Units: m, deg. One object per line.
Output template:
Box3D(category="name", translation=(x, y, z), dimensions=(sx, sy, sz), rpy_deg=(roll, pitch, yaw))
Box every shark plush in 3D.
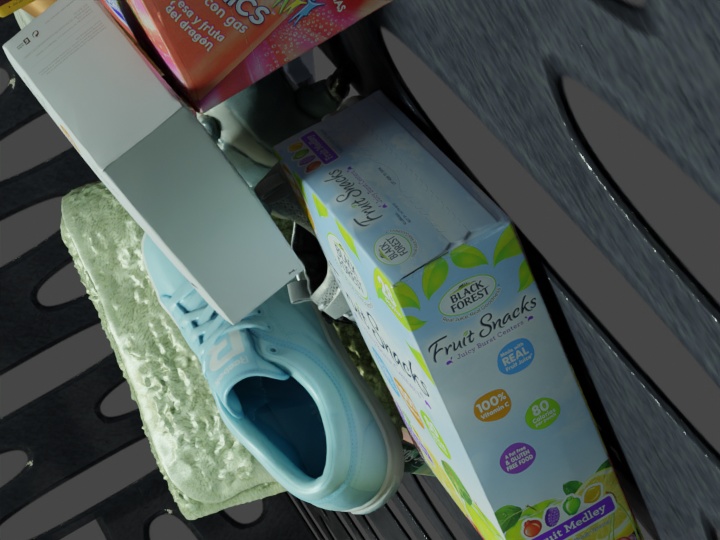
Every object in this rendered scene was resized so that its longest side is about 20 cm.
Box3D(category="shark plush", translation=(-0.040, -0.094, 1.280), dimensions=(0.091, 0.083, 0.200), rpy_deg=(-87, -12, -47))

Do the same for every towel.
Box3D(category="towel", translation=(-0.070, 0.025, 1.383), dimensions=(0.200, 0.148, 0.036), rpy_deg=(67, -169, 3))

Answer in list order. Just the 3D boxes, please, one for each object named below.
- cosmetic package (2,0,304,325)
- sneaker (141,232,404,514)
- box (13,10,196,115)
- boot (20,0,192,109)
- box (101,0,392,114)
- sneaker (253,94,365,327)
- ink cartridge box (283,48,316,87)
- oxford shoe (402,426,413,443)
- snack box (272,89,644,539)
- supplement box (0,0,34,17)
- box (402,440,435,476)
Box3D(category="cosmetic package", translation=(-0.091, -0.048, 1.153), dimensions=(0.083, 0.051, 0.200), rpy_deg=(48, 177, 25))
Box3D(category="sneaker", translation=(-0.054, 0.039, 1.307), dimensions=(0.200, 0.074, 0.082), rpy_deg=(48, -168, 20))
Box3D(category="box", translation=(-0.145, -0.126, 1.719), dimensions=(0.200, 0.109, 0.128), rpy_deg=(59, 173, 10))
Box3D(category="boot", translation=(-0.168, -0.155, 1.472), dimensions=(0.155, 0.200, 0.074), rpy_deg=(64, 152, 27))
Box3D(category="box", translation=(-0.077, -0.162, 1.125), dimensions=(0.095, 0.103, 0.200), rpy_deg=(63, 171, -31))
Box3D(category="sneaker", translation=(0.000, 0.000, 1.306), dimensions=(0.075, 0.082, 0.200), rpy_deg=(52, 169, 50))
Box3D(category="ink cartridge box", translation=(-0.068, -0.154, 1.359), dimensions=(0.119, 0.042, 0.200), rpy_deg=(59, 171, 11))
Box3D(category="oxford shoe", translation=(0.005, 0.020, 1.414), dimensions=(0.200, 0.074, 0.071), rpy_deg=(44, -146, -2))
Box3D(category="snack box", translation=(0.046, 0.036, 1.189), dimensions=(0.200, 0.068, 0.169), rpy_deg=(66, 172, -30))
Box3D(category="supplement box", translation=(-0.195, -0.277, 1.362), dimensions=(0.197, 0.133, 0.200), rpy_deg=(60, 173, 10))
Box3D(category="box", translation=(-0.015, 0.053, 1.509), dimensions=(0.144, 0.036, 0.200), rpy_deg=(58, -161, 21))
